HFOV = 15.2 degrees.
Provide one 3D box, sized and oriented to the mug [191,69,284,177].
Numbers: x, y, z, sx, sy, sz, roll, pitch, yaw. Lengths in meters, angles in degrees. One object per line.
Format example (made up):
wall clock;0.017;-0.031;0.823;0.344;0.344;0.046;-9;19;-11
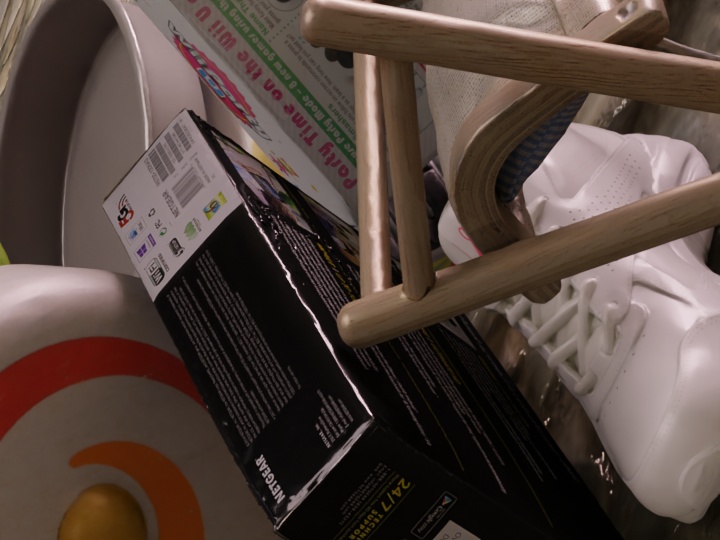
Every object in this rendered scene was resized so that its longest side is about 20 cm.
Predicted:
mug;-0.014;-0.046;1.174;0.187;0.149;0.154;135;142;-70

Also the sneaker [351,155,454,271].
sneaker;0.000;0.000;1.085;0.200;0.090;0.078;-39;59;5

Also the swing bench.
swing bench;0.084;-0.092;0.850;0.199;0.199;0.130;-92;-4;-52

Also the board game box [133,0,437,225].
board game box;0.018;-0.137;1.004;0.200;0.148;0.064;-43;13;-10

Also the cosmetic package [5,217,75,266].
cosmetic package;-0.154;0.090;1.373;0.199;0.122;0.201;45;-115;-76

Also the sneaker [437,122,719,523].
sneaker;0.072;0.011;0.888;0.200;0.099;0.078;-104;35;-61

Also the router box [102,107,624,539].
router box;0.005;0.044;0.903;0.051;0.149;0.200;-48;36;11

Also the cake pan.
cake pan;-0.116;-0.029;1.200;0.200;0.037;0.202;-14;74;63

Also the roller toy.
roller toy;-0.118;0.090;0.954;0.139;0.200;0.183;2;63;54
